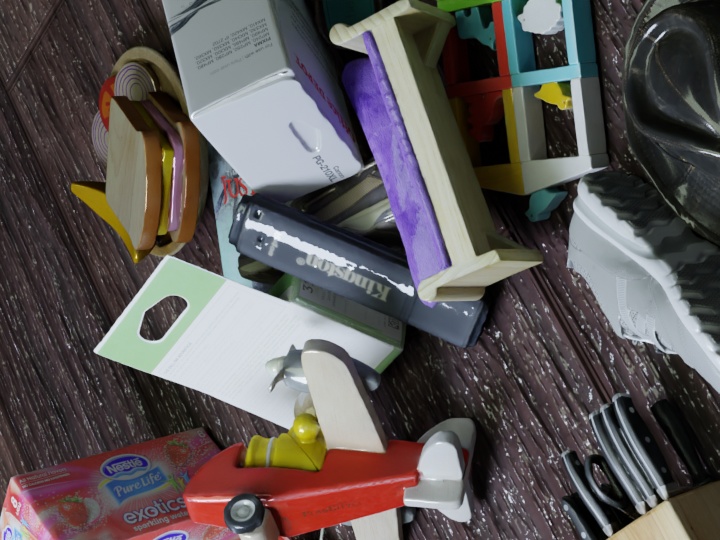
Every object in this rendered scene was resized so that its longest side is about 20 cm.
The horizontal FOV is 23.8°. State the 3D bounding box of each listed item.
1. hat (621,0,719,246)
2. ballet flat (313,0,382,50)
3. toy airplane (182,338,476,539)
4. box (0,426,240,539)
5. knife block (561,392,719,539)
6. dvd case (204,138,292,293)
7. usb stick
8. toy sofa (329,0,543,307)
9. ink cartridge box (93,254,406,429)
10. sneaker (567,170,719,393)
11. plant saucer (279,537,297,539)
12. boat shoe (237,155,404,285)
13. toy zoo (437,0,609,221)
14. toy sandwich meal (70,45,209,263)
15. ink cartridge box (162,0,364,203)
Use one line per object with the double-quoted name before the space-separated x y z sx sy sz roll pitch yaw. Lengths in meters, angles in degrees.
"hat" 0.214 -0.105 1.012 0.200 0.081 0.202 3 95 45
"ballet flat" -0.018 -0.265 1.257 0.067 0.068 0.201 -100 10 -69
"toy airplane" -0.009 0.137 1.273 0.200 0.198 0.142 -51 34 31
"box" -0.202 0.219 1.474 0.103 0.199 0.095 47 132 33
"knife block" 0.215 0.175 1.087 0.200 0.064 0.177 19 112 46
"dvd case" -0.074 -0.065 1.405 0.146 0.022 0.201 -3 95 49
"usb stick" 0.000 0.000 1.242 0.199 0.033 0.056 23 136 3
"toy sofa" 0.040 -0.076 1.170 0.097 0.083 0.201 -23 79 24
"ink cartridge box" -0.085 0.048 1.314 0.146 0.199 0.048 -48 25 43
"sneaker" 0.200 0.022 1.079 0.200 0.074 0.082 56 142 41
"plant saucer" -0.018 0.345 1.413 0.199 0.037 0.201 36 122 39
"boat shoe" -0.013 -0.042 1.303 0.199 0.074 0.074 -20 65 34
"toy zoo" 0.110 -0.134 1.179 0.131 0.020 0.201 -2 96 50
"toy sandwich meal" -0.197 -0.097 1.485 0.205 0.070 0.206 21 116 53
"ink cartridge box" -0.079 -0.168 1.249 0.084 0.145 0.201 -23 58 11
